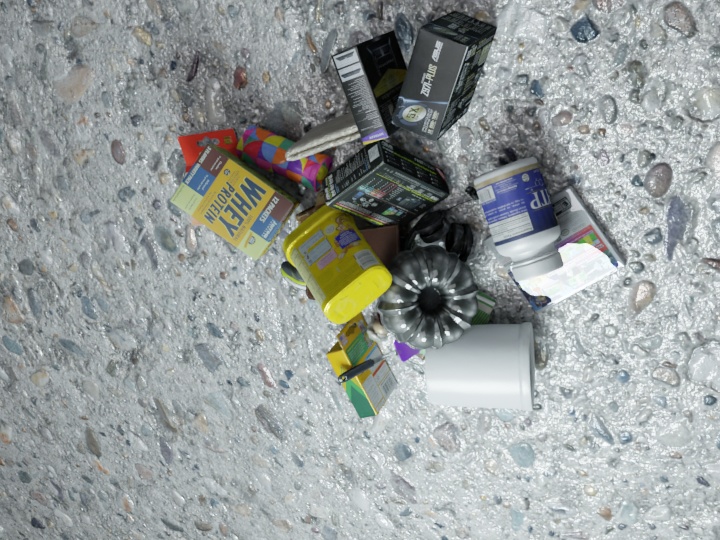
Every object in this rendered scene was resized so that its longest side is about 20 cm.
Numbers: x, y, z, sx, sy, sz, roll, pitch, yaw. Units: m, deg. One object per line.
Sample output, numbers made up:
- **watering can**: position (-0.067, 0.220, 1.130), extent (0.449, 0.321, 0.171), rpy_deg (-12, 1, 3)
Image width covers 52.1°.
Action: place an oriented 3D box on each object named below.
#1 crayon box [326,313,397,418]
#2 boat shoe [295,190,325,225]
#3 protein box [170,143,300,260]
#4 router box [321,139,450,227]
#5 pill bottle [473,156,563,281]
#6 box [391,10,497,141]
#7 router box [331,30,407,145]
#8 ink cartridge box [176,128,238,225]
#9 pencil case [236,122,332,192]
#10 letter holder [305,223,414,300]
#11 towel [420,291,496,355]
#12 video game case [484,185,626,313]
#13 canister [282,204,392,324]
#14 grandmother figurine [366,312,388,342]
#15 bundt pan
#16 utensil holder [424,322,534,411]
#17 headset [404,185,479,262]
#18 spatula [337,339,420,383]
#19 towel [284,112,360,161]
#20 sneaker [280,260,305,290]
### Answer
- **crayon box**: position (-0.002, 0.206, 1.625), extent (0.051, 0.126, 0.201), rpy_deg (-18, 105, 32)
- **boat shoe**: position (-0.062, -0.133, 1.517), extent (0.200, 0.076, 0.074), rpy_deg (-32, 94, 33)
- **protein box**: position (-0.245, -0.139, 1.489), extent (0.199, 0.199, 0.135), rpy_deg (35, 95, -4)
- **router box**: position (0.050, -0.156, 1.385), extent (0.150, 0.199, 0.062), rpy_deg (-33, 56, 33)
- **pill bottle**: position (0.288, -0.089, 1.314), extent (0.119, 0.120, 0.201), rpy_deg (-19, 91, 32)
- **box**: position (0.142, -0.330, 1.240), extent (0.086, 0.200, 0.164), rpy_deg (25, 123, 11)
- **router box**: position (0.033, -0.326, 1.296), extent (0.052, 0.200, 0.158), rpy_deg (-13, 108, 27)
- **ink cartridge box**: position (-0.325, -0.201, 1.626), extent (0.161, 0.050, 0.201), rpy_deg (-2, 116, 26)
- **pencil case**: position (-0.157, -0.231, 1.511), extent (0.199, 0.088, 0.089), rpy_deg (26, 123, 15)
- **letter holder**: position (0.000, 0.000, 1.484), extent (0.199, 0.101, 0.143), rpy_deg (-6, 72, 20)
- **towel**: position (0.187, 0.110, 1.550), extent (0.152, 0.023, 0.201), rpy_deg (26, 124, 13)
- **video game case**: position (0.364, -0.036, 1.390), extent (0.200, 0.023, 0.183), rpy_deg (-34, 97, 33)
- **canister**: position (-0.045, -0.014, 1.371), extent (0.148, 0.200, 0.087), rpy_deg (-39, 138, 4)
- **grandmother figurine**: position (0.073, 0.085, 1.566), extent (0.200, 0.060, 0.122), rpy_deg (-56, 42, 39)
- **bundt pan**: position (0.129, 0.054, 1.363), extent (0.200, 0.076, 0.203), rpy_deg (0, 94, -5)
- **utensil holder**: position (0.239, 0.189, 1.455), extent (0.199, 0.170, 0.171), rpy_deg (-2, 114, 17)
- **headset**: position (0.167, -0.070, 1.408), extent (0.123, 0.094, 0.201), rpy_deg (25, 102, -16)
- **spatula**: position (0.041, 0.188, 1.560), extent (0.199, 0.021, 0.057), rpy_deg (-26, 104, -8)
- **towel**: position (-0.043, -0.267, 1.404), extent (0.199, 0.133, 0.035), rpy_deg (-14, 112, 30)
- **sneaker**: position (-0.082, 0.008, 1.610), extent (0.199, 0.074, 0.081), rpy_deg (18, 102, 17)
